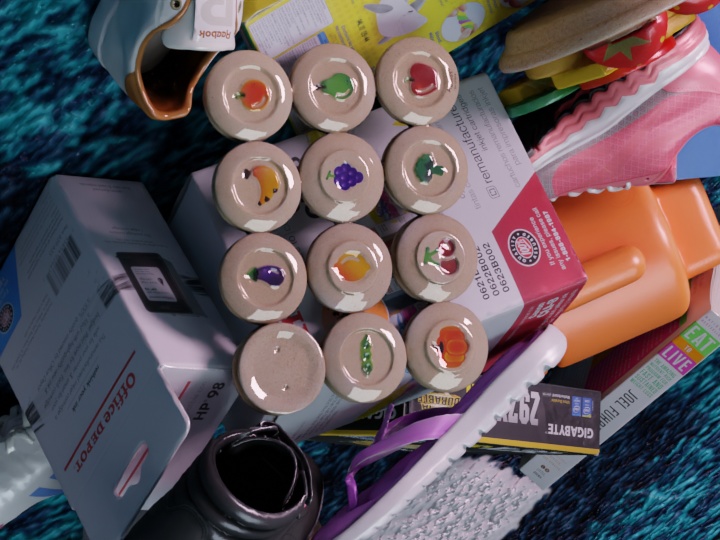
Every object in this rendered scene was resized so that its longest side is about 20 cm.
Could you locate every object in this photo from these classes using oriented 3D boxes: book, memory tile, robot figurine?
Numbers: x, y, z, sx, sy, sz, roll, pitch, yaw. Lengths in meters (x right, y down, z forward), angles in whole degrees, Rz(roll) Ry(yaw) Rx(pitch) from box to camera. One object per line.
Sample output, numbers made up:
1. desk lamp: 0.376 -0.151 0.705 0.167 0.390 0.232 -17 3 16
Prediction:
1. book: 0.196 0.056 1.630 0.200 0.048 0.134 -44 -170 35
2. memory tile: -0.007 -0.026 1.273 0.153 0.201 0.017 -6 178 -20
3. robot figurine: 0.140 0.001 1.543 0.199 0.144 0.117 -23 133 -3

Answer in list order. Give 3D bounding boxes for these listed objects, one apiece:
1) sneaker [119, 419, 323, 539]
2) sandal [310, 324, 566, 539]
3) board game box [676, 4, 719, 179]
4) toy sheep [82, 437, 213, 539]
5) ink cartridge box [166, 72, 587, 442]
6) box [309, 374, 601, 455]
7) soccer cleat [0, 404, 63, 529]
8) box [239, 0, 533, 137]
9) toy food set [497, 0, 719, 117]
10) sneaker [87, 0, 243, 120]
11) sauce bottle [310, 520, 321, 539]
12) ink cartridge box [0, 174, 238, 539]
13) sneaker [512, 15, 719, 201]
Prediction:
1. sneaker: -0.051 0.123 1.280 0.099 0.071 0.200 -43 171 28
2. sandal: 0.035 0.095 1.360 0.203 0.050 0.082 -41 178 -13
3. board game box: 0.246 -0.142 1.480 0.199 0.039 0.159 -5 115 6
4. toy sheep: -0.109 0.164 1.421 0.138 0.138 0.200 -27 177 -10
5. ink cartridge box: 0.000 0.000 1.374 0.199 0.146 0.145 -21 166 -20
6. box: 0.041 0.095 1.558 0.159 0.050 0.200 -6 169 43
7. soccer cleat: -0.213 0.112 1.443 0.199 0.070 0.087 -20 135 -29
8. box: 0.026 -0.169 1.314 0.200 0.048 0.117 -29 145 -3
9. toy food set: 0.171 -0.156 1.352 0.200 0.049 0.198 -34 -169 -32
10. sneaker: -0.076 -0.165 1.203 0.073 0.085 0.200 -4 134 -34
11. sauce bottle: -0.110 0.239 1.675 0.200 0.066 0.066 -46 144 18
12. ink cartridge box: -0.134 0.055 1.313 0.067 0.200 0.116 5 130 -40
13. sneaker: 0.154 -0.074 1.455 0.200 0.074 0.087 -36 107 30
